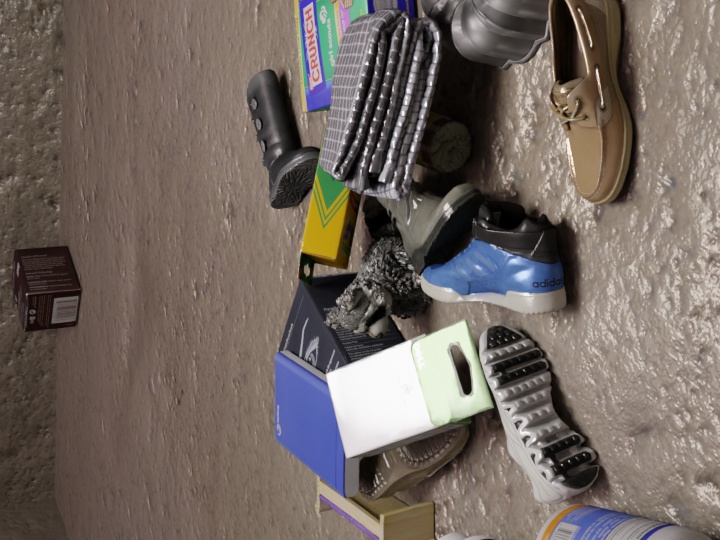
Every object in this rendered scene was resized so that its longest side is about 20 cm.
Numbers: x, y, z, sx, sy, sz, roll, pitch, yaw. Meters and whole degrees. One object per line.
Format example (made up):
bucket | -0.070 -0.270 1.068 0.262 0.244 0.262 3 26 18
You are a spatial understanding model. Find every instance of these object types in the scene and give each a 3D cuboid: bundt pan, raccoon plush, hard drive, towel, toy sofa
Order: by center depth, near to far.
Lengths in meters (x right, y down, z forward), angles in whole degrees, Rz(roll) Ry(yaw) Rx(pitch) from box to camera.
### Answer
bundt pan | 0.125 -0.315 1.006 0.201 0.075 0.205 20 112 59
towel | 0.012 -0.185 1.069 0.166 0.085 0.203 -145 68 -71
raccoon plush | 0.000 0.000 1.227 0.201 0.133 0.097 58 143 38
hard drive | -0.061 0.199 1.273 0.199 0.025 0.134 23 115 57
toy sofa | 0.016 0.341 1.316 0.199 0.082 0.099 16 108 59

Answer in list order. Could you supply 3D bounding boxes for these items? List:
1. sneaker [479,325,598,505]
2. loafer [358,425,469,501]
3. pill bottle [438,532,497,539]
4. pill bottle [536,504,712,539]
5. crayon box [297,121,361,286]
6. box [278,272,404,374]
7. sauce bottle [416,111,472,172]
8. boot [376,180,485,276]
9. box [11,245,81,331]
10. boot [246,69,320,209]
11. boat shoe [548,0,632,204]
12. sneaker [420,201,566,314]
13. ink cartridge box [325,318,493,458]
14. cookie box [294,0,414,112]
sneaker | 0.173 0.153 1.018 0.081 0.074 0.202 112 141 -54
loafer | 0.071 0.227 1.217 0.200 0.068 0.076 -41 60 37
pill bottle | 0.152 0.365 1.046 0.199 0.111 0.114 22 115 57
pill bottle | 0.254 0.277 0.849 0.199 0.111 0.114 -6 90 60
crayon box | -0.034 -0.078 1.246 0.127 0.050 0.203 42 -121 -83
box | -0.020 0.123 1.318 0.201 0.103 0.149 59 143 38
sauce bottle | 0.057 -0.169 1.169 0.200 0.064 0.066 33 123 56
boot | 0.066 -0.082 1.102 0.132 0.067 0.200 59 161 12
box | -0.964 0.055 2.940 0.201 0.162 0.167 58 142 38
boot | -0.119 -0.221 1.483 0.165 0.065 0.203 -39 57 54
boat shoe | 0.205 -0.162 0.900 0.071 0.064 0.203 -3 93 61
sneaker | 0.136 -0.022 1.034 0.199 0.076 0.113 10 110 56
ink cartridge box | 0.063 0.138 1.101 0.198 0.059 0.105 -25 71 28
cookie box | -0.010 -0.303 1.249 0.199 0.074 0.174 1 97 62
